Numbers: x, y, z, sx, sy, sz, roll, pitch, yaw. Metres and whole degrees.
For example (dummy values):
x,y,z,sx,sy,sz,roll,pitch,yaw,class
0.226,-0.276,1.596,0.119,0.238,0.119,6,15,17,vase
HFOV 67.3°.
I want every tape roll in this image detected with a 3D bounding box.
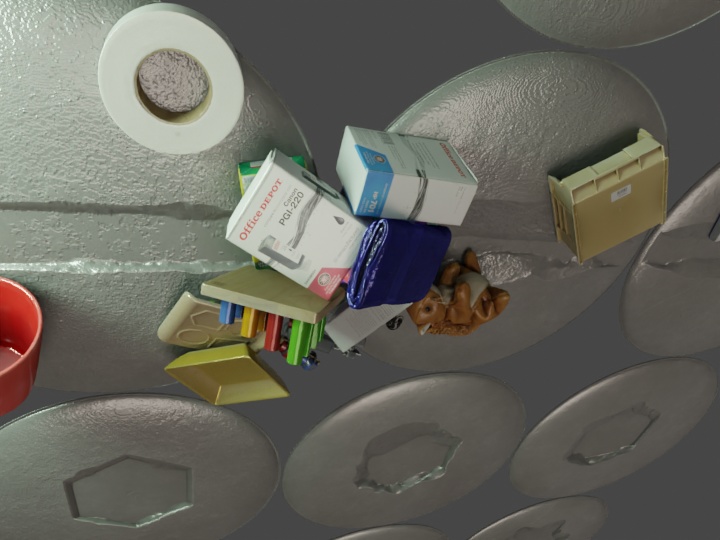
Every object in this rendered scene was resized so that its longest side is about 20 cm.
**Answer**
x,y,z,sx,sy,sz,roll,pitch,yaw,class
-0.263,-0.263,0.764,0.196,0.038,0.207,-10,132,-10,tape roll

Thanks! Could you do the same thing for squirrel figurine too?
x,y,z,sx,sy,sz,roll,pitch,yaw,class
0.177,0.081,1.122,0.182,0.143,0.203,-18,146,-21,squirrel figurine

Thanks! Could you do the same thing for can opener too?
x,y,z,sx,sy,sz,roll,pitch,yaw,class
-0.074,0.141,1.175,0.197,0.053,0.069,25,87,-33,can opener

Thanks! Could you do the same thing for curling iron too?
x,y,z,sx,sy,sz,roll,pitch,yaw,class
0.048,0.046,1.134,0.048,0.026,0.204,-1,127,26,curling iron

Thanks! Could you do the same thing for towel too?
x,y,z,sx,sy,sz,roll,pitch,yaw,class
0.063,-0.014,0.886,0.197,0.049,0.151,0,119,-50,towel

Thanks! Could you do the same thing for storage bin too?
x,y,z,sx,sy,sz,roll,pitch,yaw,class
0.492,-0.146,1.075,0.196,0.095,0.201,-25,132,5,storage bin

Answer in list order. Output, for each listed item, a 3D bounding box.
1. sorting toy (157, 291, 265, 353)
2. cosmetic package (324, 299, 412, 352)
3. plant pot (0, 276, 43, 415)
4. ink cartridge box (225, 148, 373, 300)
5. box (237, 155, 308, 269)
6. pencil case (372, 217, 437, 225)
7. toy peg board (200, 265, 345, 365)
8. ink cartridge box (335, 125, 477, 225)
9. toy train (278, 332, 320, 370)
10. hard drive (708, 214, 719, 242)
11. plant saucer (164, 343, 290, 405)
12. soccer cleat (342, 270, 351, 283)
x,y,z,sx,sy,sz,roll,pitch,yaw,class
-0.276,0.112,1.057,0.196,0.037,0.184,23,139,-27,sorting toy
0.026,0.067,1.063,0.074,0.102,0.199,47,123,-3,cosmetic package
-0.629,0.142,0.898,0.194,0.205,0.179,5,139,-22,plant pot
-0.094,-0.071,0.860,0.197,0.085,0.147,32,108,-18,ink cartridge box
-0.143,-0.093,0.943,0.114,0.049,0.204,-9,129,-11,box
0.057,-0.087,0.990,0.196,0.090,0.089,18,123,-32,pencil case
-0.145,0.074,0.922,0.193,0.200,0.101,13,100,9,toy peg board
0.072,-0.156,0.890,0.194,0.148,0.087,5,128,-22,ink cartridge box
-0.155,0.166,1.161,0.034,0.046,0.199,-37,131,16,toy train
0.937,-0.139,1.272,0.193,0.026,0.135,-9,132,-11,hard drive
-0.268,0.213,1.124,0.194,0.050,0.201,-10,143,16,plant saucer
0.000,0.000,1.004,0.067,0.075,0.198,19,154,-31,soccer cleat
